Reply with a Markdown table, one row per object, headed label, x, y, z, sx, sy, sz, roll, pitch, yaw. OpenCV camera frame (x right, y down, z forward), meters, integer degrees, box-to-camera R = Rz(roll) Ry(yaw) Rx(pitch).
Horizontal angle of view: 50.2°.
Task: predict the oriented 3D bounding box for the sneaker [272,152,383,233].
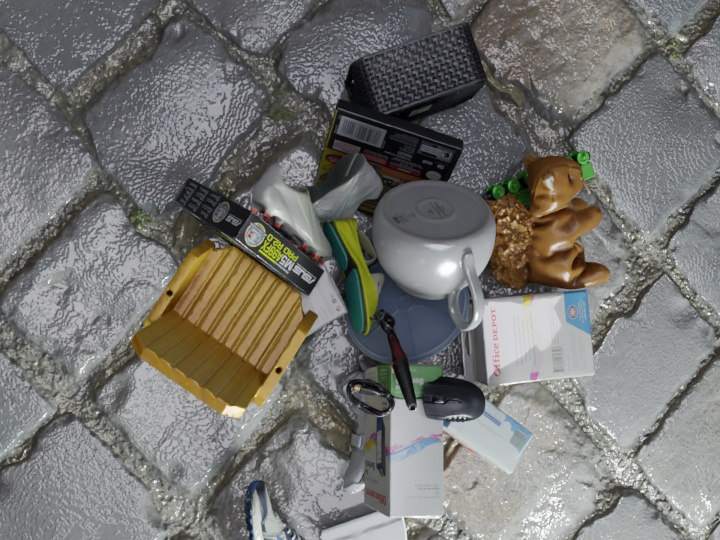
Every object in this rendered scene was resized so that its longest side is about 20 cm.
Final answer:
| label | x | y | z | sx | sy | sz | roll | pitch | yaw |
| --- | --- | --- | --- | --- | --- | --- | --- | --- | --- |
| sneaker | -0.051 | -0.100 | 1.180 | 0.080 | 0.197 | 0.072 | 37 | 38 | -40 |

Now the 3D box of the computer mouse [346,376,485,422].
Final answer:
| label | x | y | z | sx | sy | sz | roll | pitch | yaw |
| --- | --- | --- | --- | --- | --- | --- | --- | --- | --- |
| computer mouse | 0.077 | 0.169 | 1.018 | 0.194 | 0.034 | 0.060 | 5 | 81 | -13 |

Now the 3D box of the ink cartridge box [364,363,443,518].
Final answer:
| label | x | y | z | sx | sy | sz | roll | pitch | yaw |
| --- | --- | --- | --- | --- | --- | --- | --- | --- | --- |
| ink cartridge box | 0.060 | 0.239 | 1.097 | 0.085 | 0.145 | 0.206 | 1 | 82 | -13 |

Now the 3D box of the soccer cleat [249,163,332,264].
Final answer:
| label | x | y | z | sx | sy | sz | roll | pitch | yaw |
| --- | --- | --- | --- | --- | --- | --- | --- | --- | --- |
| soccer cleat | -0.086 | -0.075 | 1.106 | 0.068 | 0.200 | 0.079 | 19 | 75 | 32 |

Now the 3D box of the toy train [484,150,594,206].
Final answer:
| label | x | y | z | sx | sy | sz | roll | pitch | yaw |
| --- | --- | --- | --- | --- | --- | --- | --- | --- | --- |
| toy train | 0.296 | -0.142 | 1.269 | 0.196 | 0.042 | 0.058 | -23 | 101 | -7 |

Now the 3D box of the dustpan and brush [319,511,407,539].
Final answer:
| label | x | y | z | sx | sy | sz | roll | pitch | yaw |
| --- | --- | --- | --- | --- | --- | --- | --- | --- | --- |
| dustpan and brush | 0.024 | 0.485 | 1.205 | 0.136 | 0.057 | 0.205 | -16 | 83 | -6 |

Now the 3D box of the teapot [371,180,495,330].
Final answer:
| label | x | y | z | sx | sy | sz | roll | pitch | yaw |
| --- | --- | --- | --- | --- | --- | --- | --- | --- | --- |
| teapot | 0.106 | -0.026 | 1.127 | 0.192 | 0.201 | 0.149 | 12 | 127 | 15 |

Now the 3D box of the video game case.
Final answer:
| label | x | y | z | sx | sy | sz | roll | pitch | yaw |
| --- | --- | --- | --- | --- | --- | --- | --- | --- | --- |
| video game case | 0.036 | -0.155 | 1.176 | 0.195 | 0.183 | 0.026 | 17 | 48 | -6 |

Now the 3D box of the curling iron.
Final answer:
| label | x | y | z | sx | sy | sz | roll | pitch | yaw |
| --- | --- | --- | --- | --- | --- | --- | --- | --- | --- |
| curling iron | 0.045 | 0.118 | 1.019 | 0.025 | 0.202 | 0.049 | -40 | 121 | 16 |

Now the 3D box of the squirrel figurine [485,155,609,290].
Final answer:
| label | x | y | z | sx | sy | sz | roll | pitch | yaw |
| --- | --- | --- | --- | --- | --- | --- | --- | --- | --- |
| squirrel figurine | 0.271 | -0.076 | 1.183 | 0.194 | 0.143 | 0.191 | -13 | 122 | 2 |

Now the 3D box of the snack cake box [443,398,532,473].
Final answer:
| label | x | y | z | sx | sy | sz | roll | pitch | yaw |
| --- | --- | --- | --- | --- | --- | --- | --- | --- | --- |
| snack cake box | 0.166 | 0.228 | 1.154 | 0.114 | 0.200 | 0.068 | 35 | 82 | -4 |

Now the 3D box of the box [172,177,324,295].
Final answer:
| label | x | y | z | sx | sy | sz | roll | pitch | yaw |
| --- | --- | --- | --- | --- | --- | --- | --- | --- | --- |
| box | -0.162 | -0.050 | 1.099 | 0.160 | 0.198 | 0.045 | 40 | 82 | -42 |

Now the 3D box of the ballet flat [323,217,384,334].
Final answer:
| label | x | y | z | sx | sy | sz | roll | pitch | yaw |
| --- | --- | --- | --- | --- | --- | --- | --- | --- | --- |
| ballet flat | 0.000 | 0.000 | 1.189 | 0.065 | 0.067 | 0.204 | -8 | 62 | -24 |

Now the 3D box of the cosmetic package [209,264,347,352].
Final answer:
| label | x | y | z | sx | sy | sz | roll | pitch | yaw |
| --- | --- | --- | --- | --- | --- | --- | --- | --- | --- |
| cosmetic package | -0.124 | 0.077 | 1.171 | 0.196 | 0.108 | 0.086 | -28 | 91 | -9 |

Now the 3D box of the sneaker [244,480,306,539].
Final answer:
| label | x | y | z | sx | sy | sz | roll | pitch | yaw |
| --- | --- | --- | --- | --- | --- | --- | --- | --- | --- |
| sneaker | -0.126 | 0.415 | 1.181 | 0.083 | 0.077 | 0.206 | -13 | 97 | -17 |

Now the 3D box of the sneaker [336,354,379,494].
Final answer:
| label | x | y | z | sx | sy | sz | roll | pitch | yaw |
| --- | --- | --- | --- | --- | --- | --- | --- | --- | --- |
| sneaker | 0.001 | 0.235 | 1.198 | 0.113 | 0.075 | 0.203 | 32 | 79 | -4 |

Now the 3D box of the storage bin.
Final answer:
| label | x | y | z | sx | sy | sz | roll | pitch | yaw |
| --- | --- | --- | --- | --- | --- | --- | --- | --- | --- |
| storage bin | 0.083 | -0.292 | 1.197 | 0.195 | 0.135 | 0.096 | -21 | 90 | -8 |

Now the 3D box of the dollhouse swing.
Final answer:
| label | x | y | z | sx | sy | sz | roll | pitch | yaw |
| --- | --- | --- | --- | --- | --- | --- | --- | --- | --- |
| dollhouse swing | -0.178 | 0.070 | 1.026 | 0.198 | 0.176 | 0.184 | 34 | 84 | 0 |

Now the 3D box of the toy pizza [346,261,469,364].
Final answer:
| label | x | y | z | sx | sy | sz | roll | pitch | yaw |
| --- | --- | --- | --- | --- | --- | --- | --- | --- | --- |
| toy pizza | 0.073 | 0.059 | 1.190 | 0.194 | 0.032 | 0.204 | -10 | 53 | 13 |

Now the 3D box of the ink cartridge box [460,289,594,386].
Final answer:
| label | x | y | z | sx | sy | sz | roll | pitch | yaw |
| --- | --- | --- | --- | --- | --- | --- | --- | --- | --- |
| ink cartridge box | 0.246 | 0.104 | 1.207 | 0.194 | 0.125 | 0.133 | -4 | 88 | -6 |
